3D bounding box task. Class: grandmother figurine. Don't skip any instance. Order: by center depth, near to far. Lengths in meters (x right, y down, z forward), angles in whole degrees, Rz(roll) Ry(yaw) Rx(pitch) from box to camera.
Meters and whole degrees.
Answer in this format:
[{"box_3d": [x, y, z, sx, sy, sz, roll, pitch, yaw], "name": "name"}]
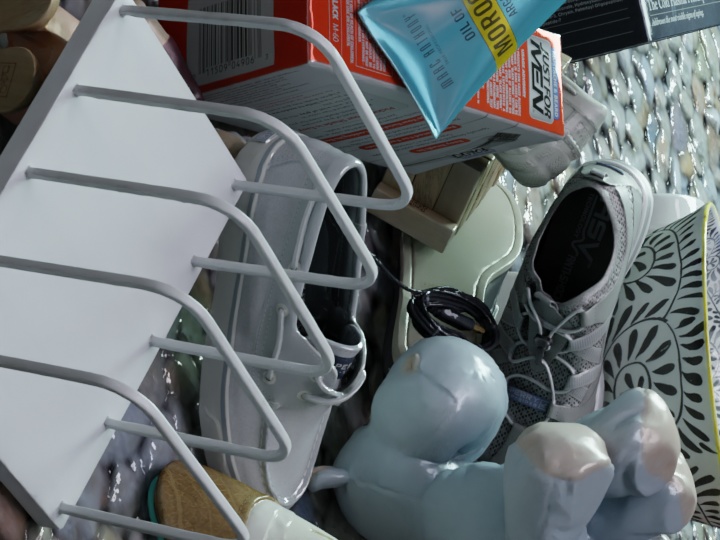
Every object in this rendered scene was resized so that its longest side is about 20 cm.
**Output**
[{"box_3d": [-0.107, -0.066, 1.226, 0.200, 0.060, 0.122, 29, 77, -53], "name": "grandmother figurine"}]

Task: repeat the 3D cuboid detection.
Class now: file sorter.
[{"box_3d": [-0.079, 0.001, 1.119, 0.201, 0.124, 0.139, -64, 144, -28], "name": "file sorter"}]

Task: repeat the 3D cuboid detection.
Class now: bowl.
[{"box_3d": [0.174, 0.063, 1.546, 0.201, 0.094, 0.202, -5, 90, -77], "name": "bowl"}]

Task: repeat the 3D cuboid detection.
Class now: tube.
[{"box_3d": [0.084, -0.158, 1.313, 0.200, 0.050, 0.078, -42, 109, -23], "name": "tube"}]

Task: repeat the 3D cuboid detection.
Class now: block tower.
[{"box_3d": [0.069, -0.086, 1.545, 0.200, 0.054, 0.058, -53, 169, -54], "name": "block tower"}]

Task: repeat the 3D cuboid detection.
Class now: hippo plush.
[{"box_3d": [0.071, 0.124, 1.377, 0.159, 0.161, 0.201, 4, 114, -50], "name": "hippo plush"}]

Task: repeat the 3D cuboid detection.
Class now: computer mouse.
[{"box_3d": [0.000, 0.000, 1.388, 0.200, 0.034, 0.059, 34, 37, -32], "name": "computer mouse"}]

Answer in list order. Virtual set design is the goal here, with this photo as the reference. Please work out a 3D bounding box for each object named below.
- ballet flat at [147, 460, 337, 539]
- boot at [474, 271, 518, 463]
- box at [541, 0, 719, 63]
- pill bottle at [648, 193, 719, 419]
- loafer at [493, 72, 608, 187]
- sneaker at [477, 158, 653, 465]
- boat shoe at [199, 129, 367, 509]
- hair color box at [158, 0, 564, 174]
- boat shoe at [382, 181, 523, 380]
[{"box_3d": [-0.030, 0.167, 1.268, 0.201, 0.072, 0.068, 63, 33, -27], "name": "ballet flat"}, {"box_3d": [0.091, 0.107, 1.543, 0.090, 0.072, 0.201, 74, 15, -61], "name": "boot"}, {"box_3d": [0.164, -0.239, 1.749, 0.200, 0.104, 0.183, -21, 98, -62], "name": "box"}, {"box_3d": [0.193, 0.057, 1.687, 0.111, 0.110, 0.201, 21, 63, -58], "name": "pill bottle"}, {"box_3d": [0.065, -0.134, 1.479, 0.200, 0.070, 0.070, 52, 1, 24], "name": "loafer"}, {"box_3d": [0.103, 0.030, 1.448, 0.082, 0.074, 0.201, 13, 92, -72], "name": "sneaker"}, {"box_3d": [-0.029, 0.033, 1.271, 0.072, 0.068, 0.201, -7, 109, -53], "name": "boat shoe"}, {"box_3d": [0.003, -0.105, 1.345, 0.199, 0.111, 0.064, 14, 71, -46], "name": "hair color box"}, {"box_3d": [0.046, 0.017, 1.507, 0.200, 0.072, 0.063, -74, -175, -49], "name": "boat shoe"}]
